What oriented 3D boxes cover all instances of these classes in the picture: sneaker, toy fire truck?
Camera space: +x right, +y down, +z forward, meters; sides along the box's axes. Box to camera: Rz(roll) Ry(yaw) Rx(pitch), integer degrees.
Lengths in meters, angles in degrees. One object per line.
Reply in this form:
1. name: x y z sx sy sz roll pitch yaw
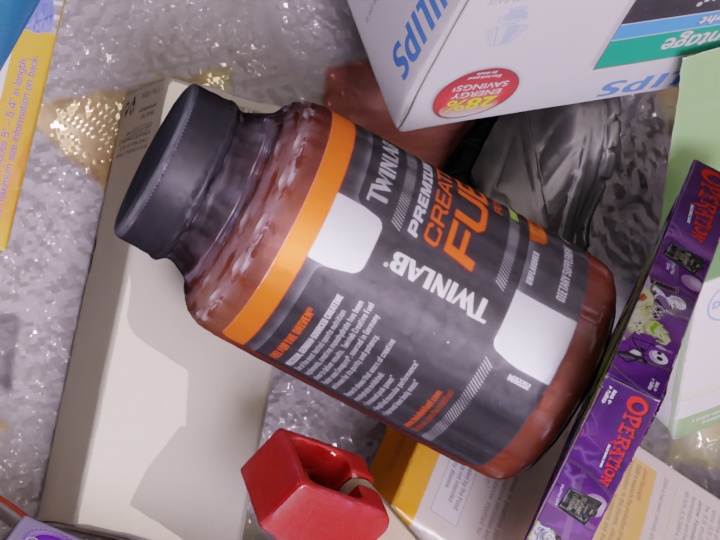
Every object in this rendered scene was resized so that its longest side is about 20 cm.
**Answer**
1. sneaker: 0.069 -0.037 1.140 0.090 0.076 0.202 6 83 -17
2. toy fire truck: 0.006 0.170 1.015 0.199 0.049 0.141 34 102 -26

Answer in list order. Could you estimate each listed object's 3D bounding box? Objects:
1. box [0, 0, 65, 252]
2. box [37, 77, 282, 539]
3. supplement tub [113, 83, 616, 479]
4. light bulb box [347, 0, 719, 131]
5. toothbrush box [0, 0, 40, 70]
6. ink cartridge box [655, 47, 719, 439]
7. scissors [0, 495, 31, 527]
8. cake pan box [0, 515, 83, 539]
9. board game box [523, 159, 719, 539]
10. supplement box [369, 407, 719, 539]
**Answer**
1. box: -0.234 -0.089 1.026 0.199 0.041 0.120 16 81 -24
2. box: -0.080 0.022 1.071 0.082 0.068 0.202 16 81 -21
3. supplement tub: 0.000 0.000 1.006 0.199 0.107 0.108 28 77 -13
4. light bulb box: 0.087 -0.190 1.090 0.197 0.125 0.201 -10 66 -23
5. toothbrush box: -0.206 -0.157 0.907 0.199 0.086 0.147 8 127 -42
6. ink cartridge box: 0.209 -0.025 1.150 0.145 0.048 0.201 -17 136 -23
7. scissors: -0.111 0.158 1.012 0.199 0.014 0.073 32 50 0
8. cake pan box: -0.089 0.222 0.971 0.183 0.052 0.201 21 111 5
9. board game box: 0.113 0.046 1.028 0.032 0.120 0.200 28 33 3
10. supplement box: 0.094 0.137 1.090 0.199 0.074 0.126 34 40 -6
